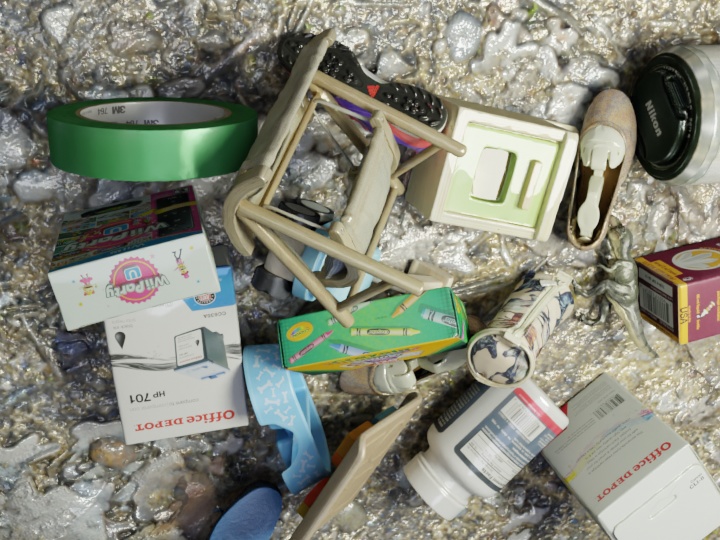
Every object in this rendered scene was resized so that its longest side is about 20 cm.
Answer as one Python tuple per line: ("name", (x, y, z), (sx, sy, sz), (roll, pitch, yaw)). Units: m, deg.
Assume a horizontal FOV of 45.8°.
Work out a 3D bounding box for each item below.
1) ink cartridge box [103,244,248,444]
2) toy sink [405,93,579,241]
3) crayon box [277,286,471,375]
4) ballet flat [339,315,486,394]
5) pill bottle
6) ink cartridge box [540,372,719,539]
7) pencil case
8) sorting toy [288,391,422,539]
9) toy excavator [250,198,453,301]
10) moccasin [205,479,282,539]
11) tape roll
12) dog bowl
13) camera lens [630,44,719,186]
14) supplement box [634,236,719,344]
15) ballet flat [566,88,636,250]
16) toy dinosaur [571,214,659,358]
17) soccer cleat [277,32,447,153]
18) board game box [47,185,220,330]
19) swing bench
("ink cartridge box", (-0.211, 0.084, 0.976), (0.146, 0.086, 0.201), (-8, 110, -11))
("toy sink", (0.172, -0.114, 0.987), (0.199, 0.112, 0.131), (10, 106, -17))
("crayon box", (0.019, 0.072, 0.972), (0.199, 0.119, 0.058), (-11, 77, 12))
("ballet flat", (0.070, 0.111, 1.057), (0.199, 0.067, 0.068), (-24, 117, -5))
("pill bottle", (0.156, 0.219, 1.097), (0.200, 0.120, 0.120), (-44, 113, 4))
("ink cartridge box", (0.348, 0.265, 1.117), (0.145, 0.200, 0.145), (-38, 113, 2))
("pencil case", (0.194, 0.067, 1.016), (0.078, 0.200, 0.090), (27, 121, 16))
("sorting toy", (-0.012, 0.237, 1.023), (0.036, 0.200, 0.185), (37, 111, 13))
("toy excavator", (0.000, 0.000, 0.982), (0.199, 0.194, 0.100), (25, 103, 8))
("moccasin", (-0.172, 0.344, 1.089), (0.080, 0.068, 0.200), (35, 96, -15))
("tape roll", (-0.201, -0.133, 0.838), (0.200, 0.200, 0.048), (-2, 110, -13))
("dog bowl", (-0.083, 0.172, 1.015), (0.049, 0.112, 0.201), (-16, 117, 3))
("camera lens", (0.433, -0.184, 1.002), (0.199, 0.160, 0.161), (-5, 110, -12))
("supplement box", (0.473, 0.016, 1.110), (0.199, 0.110, 0.086), (-14, 112, -9))
("ballet flat", (0.288, -0.114, 1.026), (0.068, 0.067, 0.201), (11, 114, 21))
("toy dinosaur", (0.324, 0.034, 1.104), (0.088, 0.047, 0.201), (-14, 103, 11))
("soccer cleat", (-0.003, -0.190, 0.935), (0.200, 0.073, 0.068), (27, 66, 1))
("board game box", (-0.228, -0.021, 0.871), (0.147, 0.200, 0.064), (-15, 113, -9))
("swing bench", (-0.024, -0.088, 0.843), (0.200, 0.130, 0.199), (36, 54, -20))
